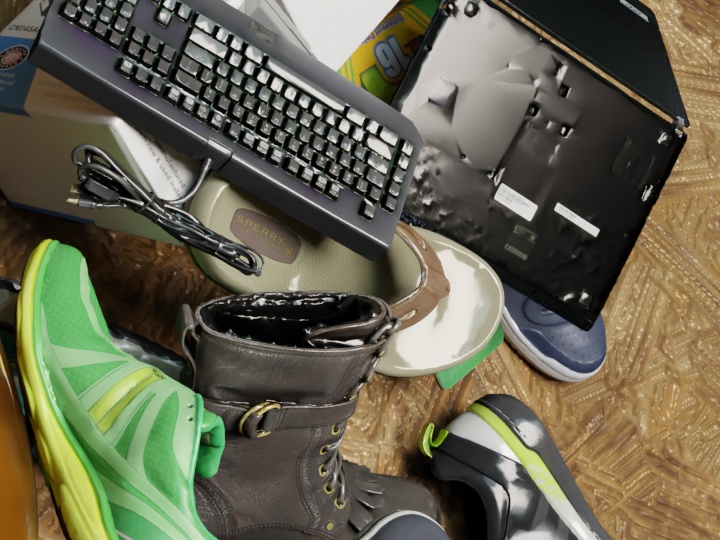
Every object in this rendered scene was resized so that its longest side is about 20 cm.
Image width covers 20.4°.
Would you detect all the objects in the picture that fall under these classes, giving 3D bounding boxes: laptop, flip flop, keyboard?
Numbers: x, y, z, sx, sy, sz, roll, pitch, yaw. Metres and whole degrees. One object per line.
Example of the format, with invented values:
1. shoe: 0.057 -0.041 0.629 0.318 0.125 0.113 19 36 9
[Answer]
1. laptop: 0.086 -0.099 1.124 0.176 0.103 0.201 29 86 -26
2. flip flop: 0.000 0.000 1.000 0.199 0.057 0.082 27 75 -37
3. keyboard: -0.065 -0.063 0.937 0.199 0.021 0.128 29 67 -21

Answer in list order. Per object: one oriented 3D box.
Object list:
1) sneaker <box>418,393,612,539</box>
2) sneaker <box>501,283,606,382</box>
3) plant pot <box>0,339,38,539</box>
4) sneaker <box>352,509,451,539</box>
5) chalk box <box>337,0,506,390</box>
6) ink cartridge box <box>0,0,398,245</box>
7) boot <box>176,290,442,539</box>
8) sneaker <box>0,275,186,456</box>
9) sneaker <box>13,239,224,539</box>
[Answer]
1. sneaker: 0.099 0.167 1.181 0.083 0.072 0.201 -34 96 -15
2. sneaker: 0.117 -0.031 1.219 0.070 0.108 0.201 -29 93 -39
3. plant pot: -0.257 0.073 0.831 0.200 0.182 0.202 -18 90 -83
4. sneaker: 0.015 0.195 0.892 0.078 0.079 0.201 35 57 -22
5. chalk box: 0.023 -0.033 1.139 0.125 0.124 0.201 -37 98 -39
6. ink cartridge box: -0.095 -0.119 1.036 0.200 0.144 0.085 -51 131 -27
7. boot: -0.019 0.082 1.000 0.198 0.175 0.070 3 43 -29
8. sneaker: -0.135 0.067 1.032 0.199 0.077 0.080 26 89 -32
9. sneaker: -0.107 0.074 0.912 0.083 0.074 0.201 -16 63 -14
